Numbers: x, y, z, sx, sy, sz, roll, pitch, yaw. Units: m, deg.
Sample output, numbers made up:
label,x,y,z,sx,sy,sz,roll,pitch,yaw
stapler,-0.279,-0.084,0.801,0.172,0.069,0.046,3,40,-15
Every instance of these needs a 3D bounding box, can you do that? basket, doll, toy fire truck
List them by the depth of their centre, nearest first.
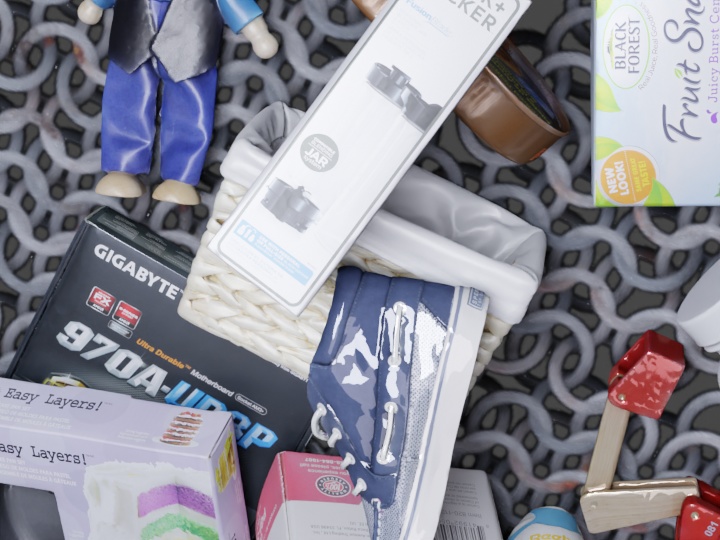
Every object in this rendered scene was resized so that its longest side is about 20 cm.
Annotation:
label,x,y,z,sx,sy,sz,roll,pitch,yaw
basket,0.000,0.000,1.013,0.199,0.136,0.124,25,108,0
doll,-0.118,-0.145,1.035,0.136,0.048,0.201,7,99,14
toy fire truck,0.197,0.156,1.071,0.141,0.049,0.201,27,107,1

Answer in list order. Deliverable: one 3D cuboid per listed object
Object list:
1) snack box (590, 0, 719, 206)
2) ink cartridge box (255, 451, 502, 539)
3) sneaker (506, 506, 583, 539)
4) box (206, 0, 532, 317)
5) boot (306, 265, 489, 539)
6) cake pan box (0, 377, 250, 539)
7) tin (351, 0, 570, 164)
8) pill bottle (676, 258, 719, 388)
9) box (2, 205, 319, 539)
label,x,y,z,sx,sy,sz,roll,pitch,yaw
snack box,0.211,-0.141,0.990,0.142,0.053,0.201,0,104,9
ink cartridge box,0.016,0.215,1.008,0.146,0.200,0.083,8,129,-14
sneaker,0.108,0.246,1.095,0.076,0.081,0.200,16,126,-6
box,0.006,-0.077,0.870,0.060,0.117,0.200,36,94,0
boot,0.009,0.098,0.938,0.090,0.073,0.201,13,98,4
cake pan box,-0.171,0.163,1.080,0.199,0.052,0.185,8,124,15
tin,0.047,-0.146,0.980,0.042,0.112,0.200,-41,95,15
pill bottle,0.293,0.072,1.006,0.200,0.109,0.109,45,105,-4
box,-0.126,0.074,1.093,0.200,0.046,0.159,30,108,-1
